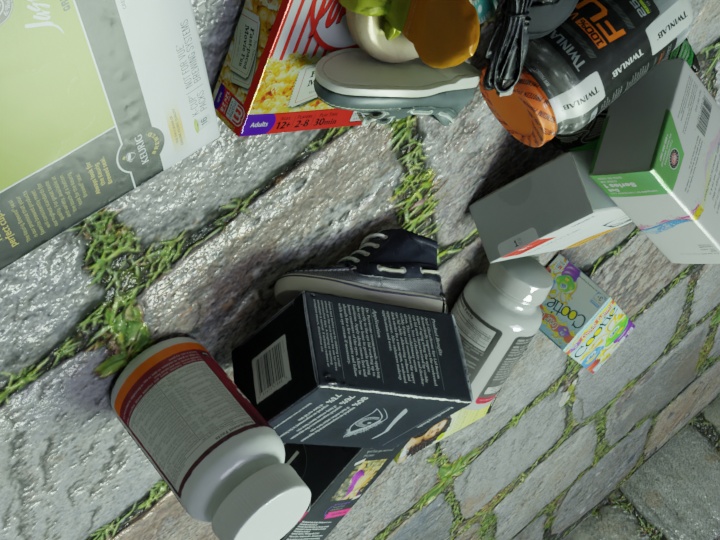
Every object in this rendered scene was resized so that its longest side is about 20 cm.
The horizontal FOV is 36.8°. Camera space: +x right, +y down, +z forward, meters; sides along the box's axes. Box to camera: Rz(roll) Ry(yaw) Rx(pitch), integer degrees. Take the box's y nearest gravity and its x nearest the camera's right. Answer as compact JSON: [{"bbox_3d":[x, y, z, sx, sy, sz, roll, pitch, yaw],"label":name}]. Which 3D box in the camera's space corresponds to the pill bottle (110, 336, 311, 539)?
[{"bbox_3d":[-0.141,0.165,1.019,0.109,0.200,0.110,-33,150,-22],"label":"pill bottle"}]

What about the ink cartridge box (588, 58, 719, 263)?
[{"bbox_3d":[0.356,-0.116,1.214,0.200,0.084,0.145,37,64,-37],"label":"ink cartridge box"}]

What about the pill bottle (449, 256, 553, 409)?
[{"bbox_3d":[0.168,0.075,1.409,0.110,0.111,0.201,-9,135,-48],"label":"pill bottle"}]

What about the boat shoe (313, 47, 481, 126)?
[{"bbox_3d":[0.029,-0.141,0.886,0.200,0.073,0.062,-17,138,-52],"label":"boat shoe"}]

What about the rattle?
[{"bbox_3d":[0.088,-0.192,0.835,0.200,0.142,0.131,28,85,-56],"label":"rattle"}]

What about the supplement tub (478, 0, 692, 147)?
[{"bbox_3d":[0.222,-0.222,1.081,0.200,0.122,0.123,-41,152,-10],"label":"supplement tub"}]

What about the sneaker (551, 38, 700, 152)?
[{"bbox_3d":[0.299,-0.214,1.266,0.200,0.078,0.085,-41,128,-1],"label":"sneaker"}]

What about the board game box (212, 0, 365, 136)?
[{"bbox_3d":[-0.022,-0.206,0.854,0.151,0.046,0.201,-14,139,-45],"label":"board game box"}]

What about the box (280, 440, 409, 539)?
[{"bbox_3d":[-0.053,0.222,1.293,0.200,0.122,0.106,-50,152,8],"label":"box"}]

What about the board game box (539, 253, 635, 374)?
[{"bbox_3d":[0.324,0.068,1.616,0.103,0.105,0.200,-49,153,5],"label":"board game box"}]

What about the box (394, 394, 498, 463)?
[{"bbox_3d":[0.119,0.206,1.581,0.199,0.050,0.076,-23,145,-37],"label":"box"}]

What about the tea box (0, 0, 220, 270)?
[{"bbox_3d":[-0.206,-0.131,0.616,0.196,0.134,0.200,-35,150,-21],"label":"tea box"}]

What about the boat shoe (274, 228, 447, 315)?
[{"bbox_3d":[0.000,0.000,1.145,0.199,0.093,0.075,10,158,-31],"label":"boat shoe"}]

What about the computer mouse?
[{"bbox_3d":[0.165,-0.245,0.962,0.200,0.052,0.139,-54,158,-55],"label":"computer mouse"}]

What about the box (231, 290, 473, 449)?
[{"bbox_3d":[-0.009,0.109,1.119,0.199,0.105,0.148,10,147,-36],"label":"box"}]

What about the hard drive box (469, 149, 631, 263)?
[{"bbox_3d":[0.254,-0.081,1.290,0.199,0.077,0.156,-9,166,-46],"label":"hard drive box"}]
